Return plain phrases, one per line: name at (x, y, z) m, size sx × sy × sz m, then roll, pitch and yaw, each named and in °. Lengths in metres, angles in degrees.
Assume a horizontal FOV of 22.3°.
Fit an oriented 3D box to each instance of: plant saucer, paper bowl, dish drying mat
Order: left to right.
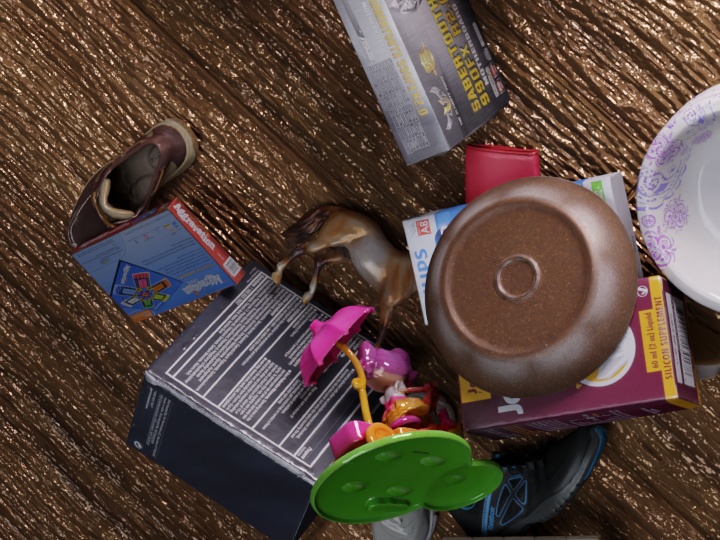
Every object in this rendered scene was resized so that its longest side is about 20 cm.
dish drying mat at (0.137, -0.022, 1.733) m, size 0.077 × 0.018 × 0.201 m, roll 6°, pitch 114°, yaw 22°
plant saucer at (0.142, 0.010, 1.595) m, size 0.200 × 0.037 × 0.201 m, roll -7°, pitch 74°, yaw 23°
paper bowl at (0.345, -0.068, 1.563) m, size 0.200 × 0.104 × 0.201 m, roll 9°, pitch 114°, yaw 22°

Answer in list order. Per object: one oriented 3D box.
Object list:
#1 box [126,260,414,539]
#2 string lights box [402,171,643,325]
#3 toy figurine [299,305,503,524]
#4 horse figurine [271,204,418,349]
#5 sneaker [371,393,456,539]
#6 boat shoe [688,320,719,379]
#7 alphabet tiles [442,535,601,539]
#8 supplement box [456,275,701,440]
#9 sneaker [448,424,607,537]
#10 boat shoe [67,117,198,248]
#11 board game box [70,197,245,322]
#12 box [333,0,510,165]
box at (-0.088, 0.131, 1.784) m, size 0.198 × 0.200 × 0.123 m, roll 31°, pitch 136°, yaw 11°
string lights box at (0.149, -0.019, 1.672) m, size 0.199 × 0.059 × 0.103 m, roll -12°, pitch 94°, yaw 20°
toy figurine at (0.023, 0.117, 1.674) m, size 0.150 × 0.199 × 0.185 m, roll -46°, pitch 48°, yaw 36°
horse figurine at (0.000, 0.000, 1.772) m, size 0.200 × 0.050 × 0.133 m, roll 44°, pitch 99°, yaw 23°
sneaker at (0.036, 0.221, 1.837) m, size 0.075 × 0.092 × 0.201 m, roll 18°, pitch 117°, yaw 19°
boat shoe at (0.244, 0.083, 1.699) m, size 0.199 × 0.071 × 0.070 m, roll 7°, pitch 122°, yaw 25°
alphabet tiles at (0.171, 0.316, 1.819) m, size 0.199 × 0.008 × 0.167 m, roll -5°, pitch 135°, yaw 28°
supplement box at (0.191, 0.080, 1.624) m, size 0.199 × 0.086 × 0.111 m, roll -12°, pitch 76°, yaw 23°
sneaker at (0.161, 0.206, 1.782) m, size 0.082 × 0.073 × 0.200 m, roll 43°, pitch 122°, yaw 2°
boat shoe at (-0.246, -0.078, 1.859) m, size 0.200 × 0.072 × 0.072 m, roll -38°, pitch 91°, yaw 34°
board game box at (-0.205, -0.007, 1.830) m, size 0.103 × 0.019 × 0.200 m, roll 49°, pitch 144°, yaw -16°
box at (0.050, -0.212, 1.613) m, size 0.048 × 0.158 × 0.201 m, roll -19°, pitch 101°, yaw 30°
